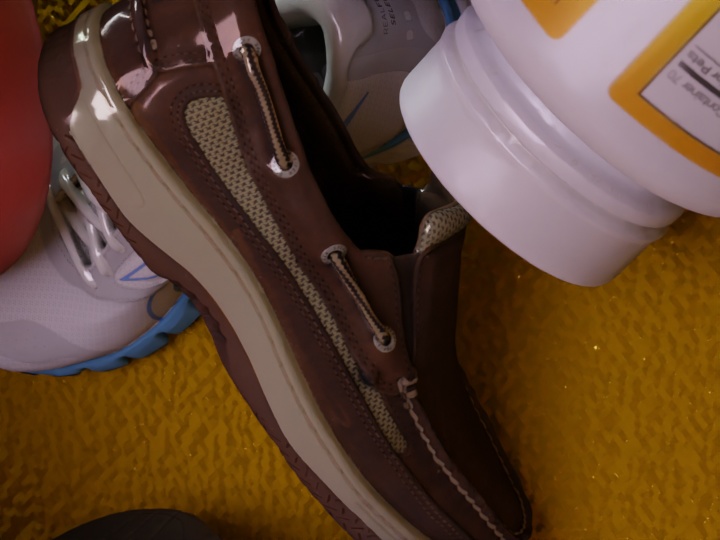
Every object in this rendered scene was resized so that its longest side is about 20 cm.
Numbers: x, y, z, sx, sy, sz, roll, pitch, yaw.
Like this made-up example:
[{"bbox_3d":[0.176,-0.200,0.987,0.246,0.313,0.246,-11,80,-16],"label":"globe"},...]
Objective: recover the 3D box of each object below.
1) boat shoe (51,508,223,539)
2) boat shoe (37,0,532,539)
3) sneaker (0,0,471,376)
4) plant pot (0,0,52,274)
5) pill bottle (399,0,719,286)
[{"bbox_3d":[-0.041,0.115,0.847,0.201,0.072,0.066,-1,127,53],"label":"boat shoe"},{"bbox_3d":[0.000,0.003,0.789,0.075,0.075,0.202,-29,121,17],"label":"boat shoe"},{"bbox_3d":[-0.058,-0.032,0.860,0.200,0.087,0.075,-36,76,28],"label":"sneaker"},{"bbox_3d":[-0.212,-0.050,0.828,0.200,0.177,0.201,34,139,36],"label":"plant pot"},{"bbox_3d":[0.101,-0.090,0.749,0.200,0.109,0.109,-46,70,23],"label":"pill bottle"}]
